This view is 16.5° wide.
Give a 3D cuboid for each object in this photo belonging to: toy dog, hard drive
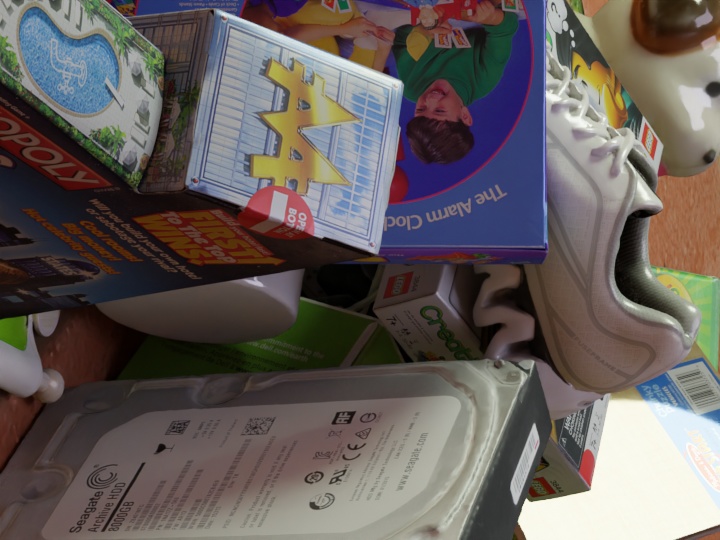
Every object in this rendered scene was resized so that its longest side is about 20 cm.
[{"bbox_3d":[0.110,-0.094,1.316,0.140,0.200,0.194,61,34,-50],"label":"toy dog"},{"bbox_3d":[-0.042,0.087,0.898,0.140,0.200,0.038,-61,140,-53],"label":"hard drive"}]

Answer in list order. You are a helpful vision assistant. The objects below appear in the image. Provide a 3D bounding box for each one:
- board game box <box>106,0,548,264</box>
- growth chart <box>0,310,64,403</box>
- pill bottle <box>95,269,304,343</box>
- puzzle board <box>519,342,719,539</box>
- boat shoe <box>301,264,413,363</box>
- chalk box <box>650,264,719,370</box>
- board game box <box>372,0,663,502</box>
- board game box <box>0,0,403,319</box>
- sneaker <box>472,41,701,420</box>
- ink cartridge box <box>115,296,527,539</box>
[{"bbox_3d":[-0.033,-0.071,0.893,0.045,0.200,0.135,78,13,-84],"label":"board game box"},{"bbox_3d":[-0.139,-0.055,0.922,0.145,0.018,0.200,21,69,-68],"label":"growth chart"},{"bbox_3d":[-0.055,-0.077,1.008,0.112,0.112,0.200,45,45,-60],"label":"pill bottle"},{"bbox_3d":[0.090,0.048,1.135,0.200,0.151,0.017,57,-37,28],"label":"puzzle board"},{"bbox_3d":[0.000,0.000,1.086,0.200,0.074,0.060,53,11,31],"label":"boat shoe"},{"bbox_3d":[0.104,0.069,1.241,0.124,0.200,0.124,129,-30,-64],"label":"chalk box"},{"bbox_3d":[0.070,-0.021,1.040,0.126,0.035,0.200,51,40,-34],"label":"board game box"},{"bbox_3d":[-0.100,-0.046,0.740,0.200,0.200,0.062,41,51,-55],"label":"board game box"},{"bbox_3d":[0.069,-0.046,0.944,0.075,0.081,0.200,-28,98,-54],"label":"sneaker"},{"bbox_3d":[0.015,0.091,1.030,0.076,0.200,0.148,-57,143,-27],"label":"ink cartridge box"}]
